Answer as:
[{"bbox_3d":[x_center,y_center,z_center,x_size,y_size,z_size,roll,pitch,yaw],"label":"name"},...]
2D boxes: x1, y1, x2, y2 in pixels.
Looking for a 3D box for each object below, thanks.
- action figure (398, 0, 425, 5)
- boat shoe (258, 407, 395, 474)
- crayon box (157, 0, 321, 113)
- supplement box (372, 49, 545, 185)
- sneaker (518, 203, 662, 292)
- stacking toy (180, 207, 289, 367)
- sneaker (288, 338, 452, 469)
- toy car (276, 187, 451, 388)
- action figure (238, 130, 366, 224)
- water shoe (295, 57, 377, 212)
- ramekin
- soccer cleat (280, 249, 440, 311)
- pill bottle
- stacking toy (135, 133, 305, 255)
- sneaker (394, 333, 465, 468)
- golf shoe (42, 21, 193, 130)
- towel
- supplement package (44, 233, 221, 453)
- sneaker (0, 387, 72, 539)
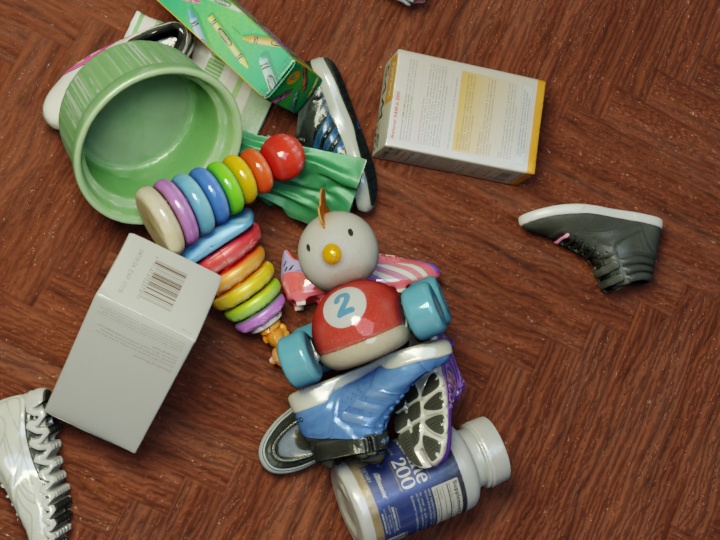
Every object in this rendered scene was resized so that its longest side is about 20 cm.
[{"bbox_3d":[0.066,-0.435,1.578,0.148,0.134,0.201,11,61,32],"label":"action figure"},{"bbox_3d":[-0.033,0.177,1.471,0.199,0.071,0.072,-31,90,-15],"label":"boat shoe"},{"bbox_3d":[-0.146,-0.278,1.452,0.200,0.119,0.058,43,98,11],"label":"crayon box"},{"bbox_3d":[0.124,-0.192,1.553,0.199,0.074,0.127,11,81,-11],"label":"supplement box"},{"bbox_3d":[0.298,-0.026,1.571,0.199,0.071,0.100,6,77,-16],"label":"sneaker"},{"bbox_3d":[-0.130,0.032,1.462,0.116,0.110,0.201,-33,102,1],"label":"stacking toy"},{"bbox_3d":[0.026,0.158,1.392,0.199,0.077,0.112,-23,85,8],"label":"sneaker"},{"bbox_3d":[-0.019,0.004,1.391,0.183,0.177,0.201,-22,90,9],"label":"toy car"},{"bbox_3d":[-0.099,-0.122,1.475,0.199,0.055,0.119,21,117,1],"label":"action figure"},{"bbox_3d":[-0.039,-0.162,1.527,0.078,0.071,0.201,-19,88,13],"label":"water shoe"},{"bbox_3d":[-0.243,-0.161,1.391,0.199,0.201,0.098,-27,47,-15],"label":"ramekin"},{"bbox_3d":[0.000,0.000,1.508,0.199,0.067,0.077,-8,80,-11],"label":"soccer cleat"},{"bbox_3d":[0.074,0.248,1.465,0.199,0.111,0.112,-20,87,-14],"label":"pill bottle"},{"bbox_3d":[-0.151,-0.098,1.387,0.199,0.085,0.086,-31,90,-19],"label":"stacking toy"},{"bbox_3d":[0.094,0.145,1.445,0.083,0.080,0.201,32,42,-30],"label":"sneaker"},{"bbox_3d":[-0.287,-0.235,1.434,0.199,0.092,0.073,-35,88,-12],"label":"golf shoe"},{"bbox_3d":[-0.213,-0.214,1.507,0.199,0.023,0.153,24,78,-8],"label":"towel"},{"bbox_3d":[-0.252,0.082,1.357,0.117,0.200,0.117,26,37,-8],"label":"supplement package"},{"bbox_3d":[-0.377,0.238,1.394,0.080,0.075,0.201,-9,82,0],"label":"sneaker"}]
